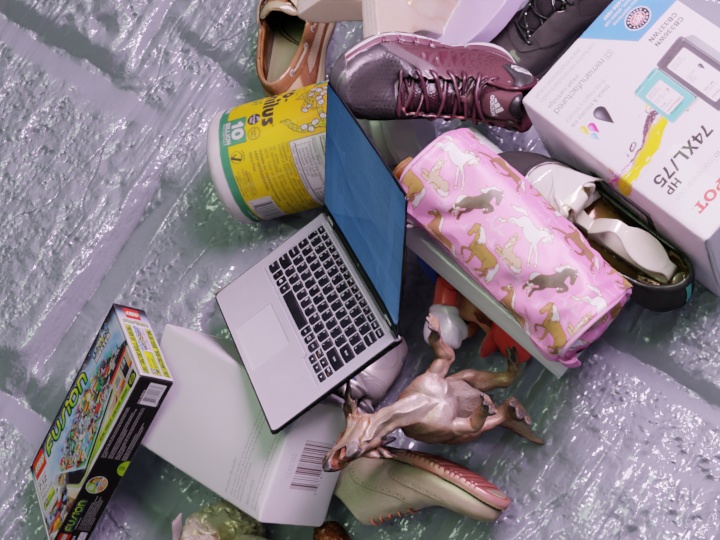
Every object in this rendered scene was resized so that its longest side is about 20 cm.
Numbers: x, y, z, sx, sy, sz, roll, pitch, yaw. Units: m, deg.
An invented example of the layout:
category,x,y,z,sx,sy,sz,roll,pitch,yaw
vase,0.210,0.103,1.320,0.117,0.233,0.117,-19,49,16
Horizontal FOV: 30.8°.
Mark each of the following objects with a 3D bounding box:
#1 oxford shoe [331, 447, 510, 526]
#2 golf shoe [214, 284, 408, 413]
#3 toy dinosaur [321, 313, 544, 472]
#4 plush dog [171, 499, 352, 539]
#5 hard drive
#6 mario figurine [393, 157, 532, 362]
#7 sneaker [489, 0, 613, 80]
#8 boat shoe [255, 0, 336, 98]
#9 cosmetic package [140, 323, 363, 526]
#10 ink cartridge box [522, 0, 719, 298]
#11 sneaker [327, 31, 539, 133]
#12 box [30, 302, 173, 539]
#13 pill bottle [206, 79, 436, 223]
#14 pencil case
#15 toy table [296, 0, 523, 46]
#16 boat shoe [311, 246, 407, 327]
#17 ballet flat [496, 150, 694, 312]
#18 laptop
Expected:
category,x,y,z,sx,sy,sz,roll,pitch,yaw
oxford shoe,0.035,0.187,1.113,0.199,0.071,0.074,14,83,36
golf shoe,-0.044,0.058,1.202,0.199,0.079,0.097,32,62,28
toy dinosaur,0.059,0.117,1.070,0.135,0.199,0.086,-38,54,29
plush dog,-0.073,0.285,1.085,0.170,0.161,0.202,4,69,-1
hard drive,0.128,-0.020,1.089,0.200,0.027,0.132,41,56,11
mario figurine,0.076,0.006,1.140,0.123,0.106,0.200,-40,81,-14
sneaker,0.183,-0.242,1.198,0.199,0.091,0.076,-35,64,9
boat shoe,-0.067,-0.255,1.318,0.075,0.074,0.202,-7,68,20
cosmetic package,-0.105,0.133,1.143,0.199,0.081,0.114,25,96,44
ink cartridge box,0.266,-0.107,1.077,0.147,0.146,0.200,-47,61,0
sneaker,0.079,-0.155,1.107,0.115,0.199,0.076,36,128,49
box,-0.240,0.144,1.196,0.201,0.035,0.110,-60,36,20
pill bottle,-0.035,-0.119,1.229,0.198,0.113,0.114,-13,66,19
pencil case,0.118,-0.018,1.018,0.200,0.083,0.087,44,130,14
toy table,0.046,-0.264,1.215,0.200,0.117,0.185,-37,49,29
boat shoe,-0.001,0.000,1.160,0.071,0.066,0.202,12,50,10
ballet flat,0.189,-0.042,1.057,0.199,0.068,0.068,33,79,6
laptop,-0.046,-0.013,1.055,0.199,0.116,0.188,-37,40,5
